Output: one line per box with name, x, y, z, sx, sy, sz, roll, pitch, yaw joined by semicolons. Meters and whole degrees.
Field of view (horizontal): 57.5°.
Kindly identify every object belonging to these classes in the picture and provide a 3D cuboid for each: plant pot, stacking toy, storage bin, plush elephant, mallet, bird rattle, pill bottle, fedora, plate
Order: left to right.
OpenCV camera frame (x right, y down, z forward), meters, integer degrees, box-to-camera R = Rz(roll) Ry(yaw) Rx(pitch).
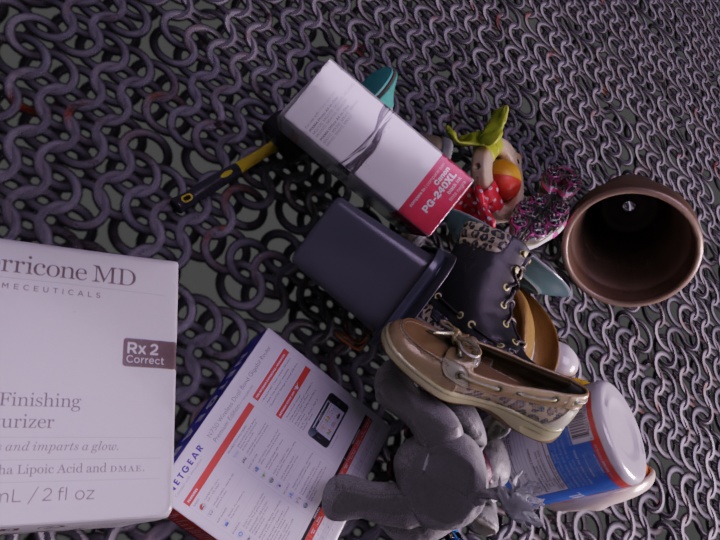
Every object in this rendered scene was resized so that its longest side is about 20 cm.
mallet;-0.133;-0.116;0.776;0.066;0.041;0.200;45;57;-6
storage bin;0.000;0.000;0.724;0.134;0.200;0.146;37;93;-2
plush elephant;0.090;0.190;0.661;0.200;0.155;0.165;17;88;18
fedora;0.154;0.066;0.805;0.200;0.082;0.201;0;57;0
bird rattle;0.199;-0.134;0.963;0.163;0.113;0.200;16;64;-46
plate;0.182;-0.016;0.859;0.200;0.200;0.026;35;90;-16
pill bottle;0.202;0.204;0.740;0.112;0.200;0.112;33;44;-38
stacking toy;0.267;0.188;0.826;0.146;0.146;0.200;-9;79;-36
plant pot;0.427;-0.069;1.041;0.200;0.200;0.175;47;35;-7

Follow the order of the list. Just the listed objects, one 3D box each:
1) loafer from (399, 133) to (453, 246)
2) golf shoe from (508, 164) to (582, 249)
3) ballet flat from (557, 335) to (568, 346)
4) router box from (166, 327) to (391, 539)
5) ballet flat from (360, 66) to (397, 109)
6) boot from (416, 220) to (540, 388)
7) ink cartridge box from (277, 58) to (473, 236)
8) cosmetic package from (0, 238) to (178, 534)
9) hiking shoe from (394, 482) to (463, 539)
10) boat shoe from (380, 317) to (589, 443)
loafer;0.071;-0.107;0.889;0.070;0.075;0.200;21;56;-9
golf shoe;0.273;-0.076;0.983;0.073;0.092;0.200;29;45;19
ballet flat;0.204;0.106;0.876;0.200;0.072;0.072;2;69;-32
router box;-0.084;0.190;0.663;0.179;0.049;0.200;41;53;-11
ballet flat;0.003;-0.197;0.890;0.070;0.067;0.200;57;48;-30
boot;0.160;0.043;0.713;0.203;0.073;0.154;26;80;26
ink cartridge box;0.010;-0.132;0.738;0.200;0.145;0.083;39;90;-9
cosmetic package;-0.249;0.100;0.521;0.165;0.165;0.200;8;65;-31
hiking shoe;0.102;0.311;0.708;0.074;0.087;0.200;-21;82;-37
boat shoe;0.113;0.088;0.605;0.200;0.063;0.073;26;30;-14
